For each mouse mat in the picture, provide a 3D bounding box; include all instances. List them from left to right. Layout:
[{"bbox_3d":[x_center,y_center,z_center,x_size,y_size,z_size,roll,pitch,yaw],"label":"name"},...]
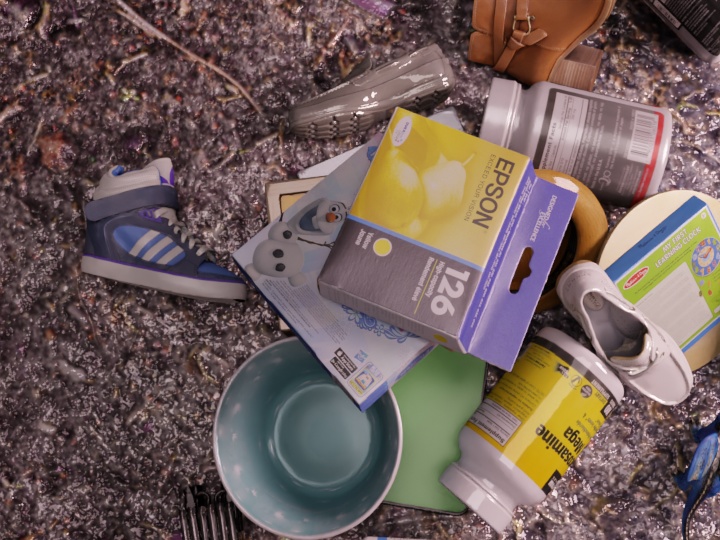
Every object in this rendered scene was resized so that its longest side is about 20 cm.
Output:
[{"bbox_3d":[0.055,0.158,1.202,0.158,0.008,0.203,9,79,3],"label":"mouse mat"}]

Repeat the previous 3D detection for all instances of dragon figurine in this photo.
[{"bbox_3d":[0.369,0.202,1.136,0.058,0.099,0.202,21,81,6],"label":"dragon figurine"}]

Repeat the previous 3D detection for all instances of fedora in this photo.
[{"bbox_3d":[0.166,-0.040,1.170,0.197,0.202,0.082,-10,41,0],"label":"fedora"}]

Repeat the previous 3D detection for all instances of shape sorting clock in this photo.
[{"bbox_3d":[0.335,0.014,1.172,0.197,0.039,0.203,-5,104,-20],"label":"shape sorting clock"}]

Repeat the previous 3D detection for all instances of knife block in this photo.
[{"bbox_3d":[-0.144,0.322,1.161,0.063,0.177,0.202,-9,124,1],"label":"knife block"}]

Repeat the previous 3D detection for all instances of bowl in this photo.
[{"bbox_3d":[-0.046,0.173,1.146,0.197,0.105,0.204,-1,83,10],"label":"bowl"}]

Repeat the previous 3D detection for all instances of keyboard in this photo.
[{"bbox_3d":[0.027,-0.126,1.253,0.198,0.011,0.057,-23,75,-2],"label":"keyboard"}]

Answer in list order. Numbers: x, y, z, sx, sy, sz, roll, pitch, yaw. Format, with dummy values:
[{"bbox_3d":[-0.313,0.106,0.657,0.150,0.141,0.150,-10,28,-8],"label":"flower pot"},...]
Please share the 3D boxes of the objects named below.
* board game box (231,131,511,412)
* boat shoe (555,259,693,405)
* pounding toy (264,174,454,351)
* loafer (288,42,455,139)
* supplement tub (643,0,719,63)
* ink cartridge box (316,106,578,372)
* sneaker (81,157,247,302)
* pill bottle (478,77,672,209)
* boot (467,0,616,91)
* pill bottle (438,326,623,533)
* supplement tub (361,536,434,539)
[{"bbox_3d":[0.010,-0.002,1.077,0.198,0.043,0.200,-40,73,-9],"label":"board game box"},{"bbox_3d":[0.274,0.078,1.112,0.071,0.070,0.200,-43,109,14],"label":"boat shoe"},{"bbox_3d":[0.000,0.000,1.156,0.181,0.142,0.203,-7,81,1],"label":"pounding toy"},{"bbox_3d":[0.009,-0.204,1.240,0.197,0.070,0.071,-18,75,-9],"label":"loafer"},{"bbox_3d":[0.366,-0.340,1.213,0.122,0.123,0.200,-41,81,-5],"label":"supplement tub"},{"bbox_3d":[0.086,-0.033,1.039,0.198,0.047,0.200,20,71,12],"label":"ink cartridge box"},{"bbox_3d":[-0.209,-0.051,1.210,0.197,0.081,0.149,11,85,10],"label":"sneaker"},{"bbox_3d":[0.229,-0.141,1.195,0.197,0.114,0.116,14,81,5],"label":"pill bottle"},{"bbox_3d":[0.202,-0.297,1.201,0.153,0.074,0.202,18,121,13],"label":"boot"},{"bbox_3d":[0.175,0.169,1.142,0.112,0.112,0.201,39,84,8],"label":"pill bottle"},{"bbox_3d":[0.091,0.342,1.106,0.197,0.132,0.134,4,80,2],"label":"supplement tub"}]
